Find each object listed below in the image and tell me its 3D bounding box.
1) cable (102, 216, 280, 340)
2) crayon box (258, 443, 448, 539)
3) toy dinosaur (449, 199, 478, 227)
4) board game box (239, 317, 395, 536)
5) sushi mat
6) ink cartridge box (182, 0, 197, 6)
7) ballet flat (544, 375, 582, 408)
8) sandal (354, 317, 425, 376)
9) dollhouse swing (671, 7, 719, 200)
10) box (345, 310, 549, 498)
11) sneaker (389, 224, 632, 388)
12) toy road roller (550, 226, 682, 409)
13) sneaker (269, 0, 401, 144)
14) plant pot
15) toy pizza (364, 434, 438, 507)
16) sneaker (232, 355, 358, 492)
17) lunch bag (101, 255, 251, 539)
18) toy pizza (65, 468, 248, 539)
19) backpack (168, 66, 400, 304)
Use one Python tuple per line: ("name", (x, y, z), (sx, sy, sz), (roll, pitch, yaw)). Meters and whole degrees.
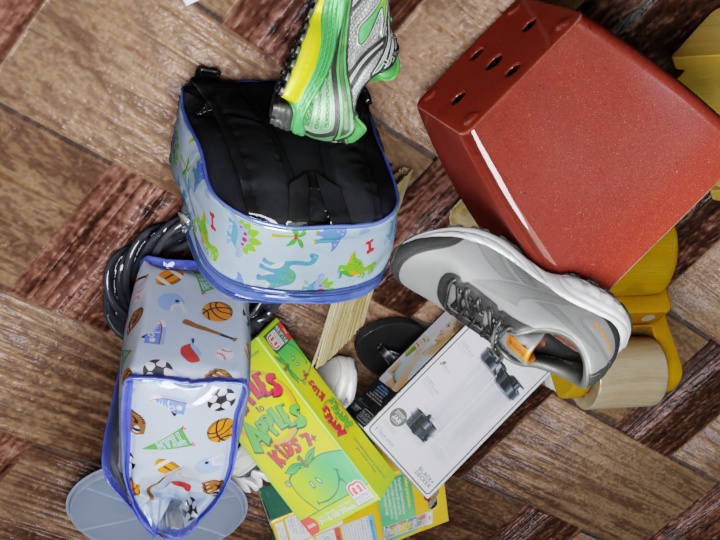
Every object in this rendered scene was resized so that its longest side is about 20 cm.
("cable", (-0.146, 0.006, 1.073), (0.199, 0.051, 0.163), (-35, 127, 17))
("crayon box", (-0.005, 0.263, 1.262), (0.198, 0.052, 0.127), (-19, 134, -10))
("toy dinosaur", (0.137, -0.053, 1.108), (0.200, 0.058, 0.101), (-43, 128, 18))
("board game box", (-0.066, 0.159, 1.135), (0.101, 0.048, 0.201), (-34, 96, 32))
("sushi mat", (0.000, 0.000, 1.098), (0.012, 0.096, 0.201), (28, 127, 15))
("ink cartridge box", (-0.054, -0.273, 0.829), (0.198, 0.094, 0.044), (-24, 133, 3))
("ballet flat", (0.237, 0.117, 1.263), (0.069, 0.070, 0.200), (-35, 150, 12))
("sandal", (0.062, 0.118, 1.236), (0.075, 0.045, 0.200), (-32, 132, 9))
("dollhouse swing", (0.421, -0.198, 1.100), (0.180, 0.177, 0.200), (4, 145, 35))
("box", (0.096, 0.122, 1.178), (0.200, 0.060, 0.117), (-45, 113, -7))
("sneaker", (0.112, 0.028, 0.890), (0.199, 0.080, 0.074), (23, 138, 15))
("toy road roller", (0.255, 0.025, 1.124), (0.122, 0.202, 0.146), (-1, 152, -18))
("sneaker", (-0.002, -0.195, 0.886), (0.084, 0.078, 0.202), (21, 93, -12))
("plant pot", (0.166, -0.117, 0.965), (0.200, 0.200, 0.176), (-44, 114, 3))
("toy pizza", (0.009, 0.271, 1.348), (0.198, 0.032, 0.202), (-10, 132, -11))
("sneaker", (-0.084, 0.157, 1.205), (0.200, 0.075, 0.081), (-42, 121, 17))
("lunch bag", (-0.163, 0.116, 1.014), (0.122, 0.171, 0.201), (5, 129, -7))
("toy pizza", (-0.224, 0.256, 1.250), (0.198, 0.032, 0.201), (-3, 140, -3))
("backpack", (-0.061, -0.056, 0.939), (0.181, 0.201, 0.148), (-1, 130, -19))
